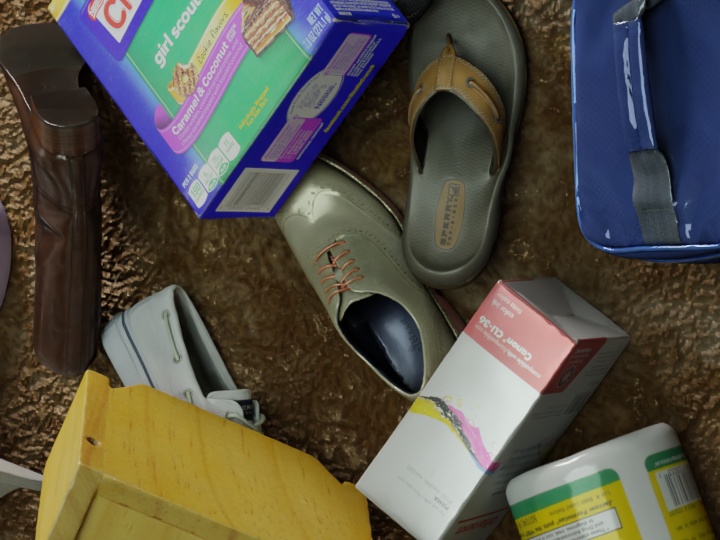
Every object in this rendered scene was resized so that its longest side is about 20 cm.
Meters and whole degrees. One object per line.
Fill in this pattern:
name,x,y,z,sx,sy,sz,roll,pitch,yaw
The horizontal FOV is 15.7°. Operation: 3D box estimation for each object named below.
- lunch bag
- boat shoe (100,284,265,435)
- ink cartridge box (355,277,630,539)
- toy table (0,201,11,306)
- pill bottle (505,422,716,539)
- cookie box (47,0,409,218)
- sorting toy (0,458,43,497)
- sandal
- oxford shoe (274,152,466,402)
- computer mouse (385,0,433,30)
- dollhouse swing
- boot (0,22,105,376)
lunch bag,0.203,-0.104,1.536,0.135,0.132,0.201,-3,89,41
boat shoe,-0.098,0.101,1.712,0.067,0.074,0.200,-37,79,18
ink cartridge box,0.072,0.103,1.620,0.067,0.116,0.200,38,104,18
toy table,-0.332,0.023,1.785,0.183,0.117,0.201,27,100,19
pill bottle,0.171,0.204,1.584,0.112,0.113,0.201,-23,83,21
cookie box,-0.088,-0.162,1.664,0.200,0.075,0.171,53,122,28
sorting toy,-0.304,0.144,1.734,0.200,0.180,0.107,-30,54,45
sandal,0.056,-0.090,1.646,0.081,0.055,0.201,6,81,21
oxford shoe,0.000,0.000,1.670,0.071,0.074,0.200,-45,75,17
computer mouse,0.020,-0.191,1.652,0.200,0.053,0.139,-38,67,38
dollhouse swing,-0.117,0.204,1.624,0.199,0.182,0.176,23,110,-13
boot,-0.204,-0.047,1.756,0.064,0.187,0.201,-5,121,-8
